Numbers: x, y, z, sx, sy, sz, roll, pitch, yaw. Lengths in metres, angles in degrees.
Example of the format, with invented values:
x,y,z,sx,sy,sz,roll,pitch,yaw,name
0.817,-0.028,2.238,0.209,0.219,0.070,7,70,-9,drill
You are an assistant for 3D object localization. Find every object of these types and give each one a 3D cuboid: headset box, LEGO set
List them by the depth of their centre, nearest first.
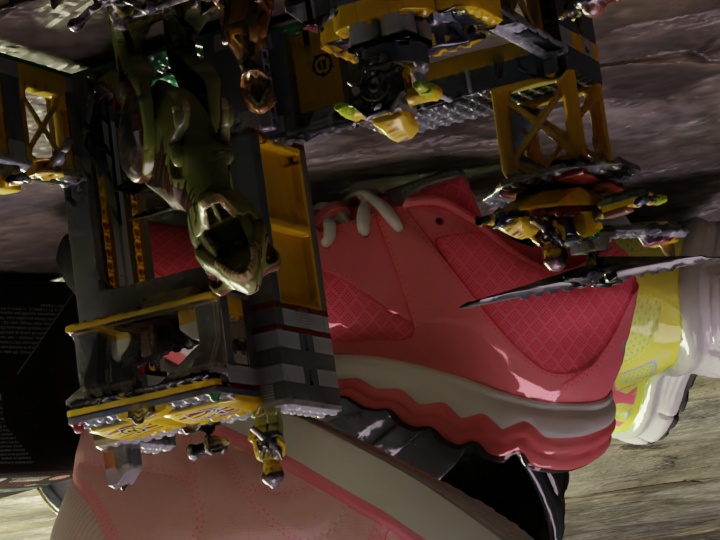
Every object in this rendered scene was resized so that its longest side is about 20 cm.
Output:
x,y,z,sx,sy,sz,roll,pitch,yaw,name
-0.024,-0.012,0.550,0.200,0.116,0.154,-12,168,17,LEGO set
-0.218,0.059,0.883,0.200,0.075,0.149,-18,166,41,headset box

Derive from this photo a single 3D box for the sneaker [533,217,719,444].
x,y,z,sx,sy,sz,roll,pitch,yaw,name
0.090,0.018,0.939,0.090,0.078,0.200,3,163,-6,sneaker

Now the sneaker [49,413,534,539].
x,y,z,sx,sy,sz,roll,pitch,yaw,name
-0.029,0.099,0.798,0.200,0.105,0.075,22,174,40,sneaker

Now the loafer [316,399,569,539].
x,y,z,sx,sy,sz,roll,pitch,yaw,name
0.016,0.050,0.893,0.068,0.070,0.201,-36,135,19,loafer

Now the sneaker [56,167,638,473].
x,y,z,sx,sy,sz,roll,pitch,yaw,name
0.000,0.000,0.794,0.200,0.087,0.074,15,-165,-15,sneaker

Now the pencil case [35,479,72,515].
x,y,z,sx,sy,sz,roll,pitch,yaw,name
-0.055,0.071,1.039,0.091,0.083,0.200,-31,159,31,pencil case
